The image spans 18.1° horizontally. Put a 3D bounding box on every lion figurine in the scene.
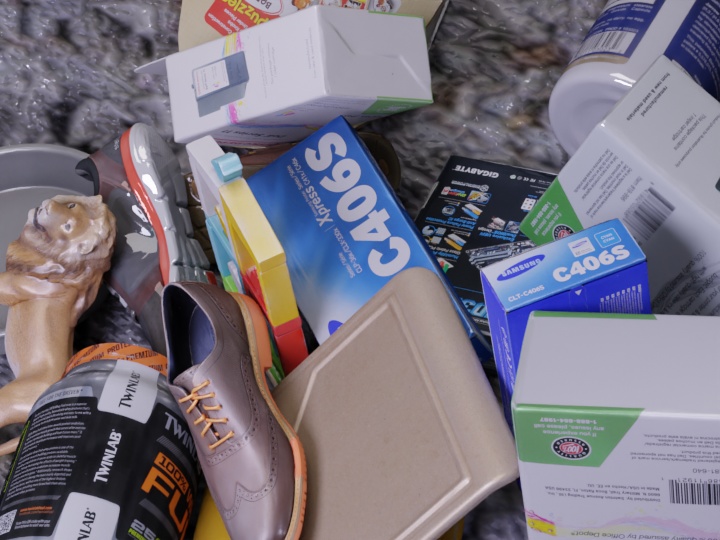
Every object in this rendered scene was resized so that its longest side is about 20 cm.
[{"bbox_3d":[-0.224,0.049,1.558,0.121,0.072,0.202,-5,80,17],"label":"lion figurine"}]

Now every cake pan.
[{"bbox_3d":[-0.263,-0.014,1.686,0.199,0.037,0.201,-6,46,6],"label":"cake pan"}]

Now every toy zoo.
[{"bbox_3d":[-0.073,-0.001,1.520,0.020,0.201,0.131,-23,47,-11],"label":"toy zoo"}]

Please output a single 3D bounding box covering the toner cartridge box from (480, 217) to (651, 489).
[{"bbox_3d":[0.136,0.066,1.413,0.094,0.201,0.043,-21,44,-9],"label":"toner cartridge box"}]

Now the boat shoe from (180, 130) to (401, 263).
[{"bbox_3d":[-0.067,-0.056,1.674,0.199,0.073,0.068,-15,12,3],"label":"boat shoe"}]

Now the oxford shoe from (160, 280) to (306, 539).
[{"bbox_3d":[-0.089,0.097,1.430,0.071,0.073,0.201,-35,55,24],"label":"oxford shoe"}]

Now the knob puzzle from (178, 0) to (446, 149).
[{"bbox_3d":[-0.055,-0.181,1.748,0.218,0.030,0.222,0,91,15],"label":"knob puzzle"}]

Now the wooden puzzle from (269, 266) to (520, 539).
[{"bbox_3d":[0.001,0.120,1.424,0.200,0.037,0.186,-39,45,17],"label":"wooden puzzle"}]

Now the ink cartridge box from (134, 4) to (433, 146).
[{"bbox_3d":[-0.059,-0.133,1.631,0.199,0.068,0.117,-12,-8,43],"label":"ink cartridge box"}]

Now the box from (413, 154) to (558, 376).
[{"bbox_3d":[0.125,0.003,1.582,0.199,0.046,0.159,12,51,22],"label":"box"}]

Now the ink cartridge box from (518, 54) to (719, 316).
[{"bbox_3d":[0.221,-0.018,1.461,0.200,0.147,0.083,42,57,4],"label":"ink cartridge box"}]

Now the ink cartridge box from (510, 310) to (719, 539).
[{"bbox_3d":[0.174,0.124,1.351,0.144,0.201,0.084,2,44,13],"label":"ink cartridge box"}]

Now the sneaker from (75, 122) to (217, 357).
[{"bbox_3d":[-0.156,-0.001,1.610,0.081,0.077,0.201,-20,69,16],"label":"sneaker"}]

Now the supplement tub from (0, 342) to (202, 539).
[{"bbox_3d":[-0.170,0.152,1.450,0.121,0.123,0.201,2,48,13],"label":"supplement tub"}]

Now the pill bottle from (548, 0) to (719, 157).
[{"bbox_3d":[0.227,-0.166,1.678,0.110,0.112,0.200,16,52,25],"label":"pill bottle"}]

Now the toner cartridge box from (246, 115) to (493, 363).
[{"bbox_3d":[0.000,0.000,1.537,0.095,0.043,0.201,-35,61,6],"label":"toner cartridge box"}]

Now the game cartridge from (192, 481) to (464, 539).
[{"bbox_3d":[-0.025,0.193,1.447,0.175,0.033,0.201,1,49,13],"label":"game cartridge"}]

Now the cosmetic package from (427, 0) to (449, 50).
[{"bbox_3d":[-0.031,-0.247,1.821,0.199,0.088,0.104,10,56,21],"label":"cosmetic package"}]
